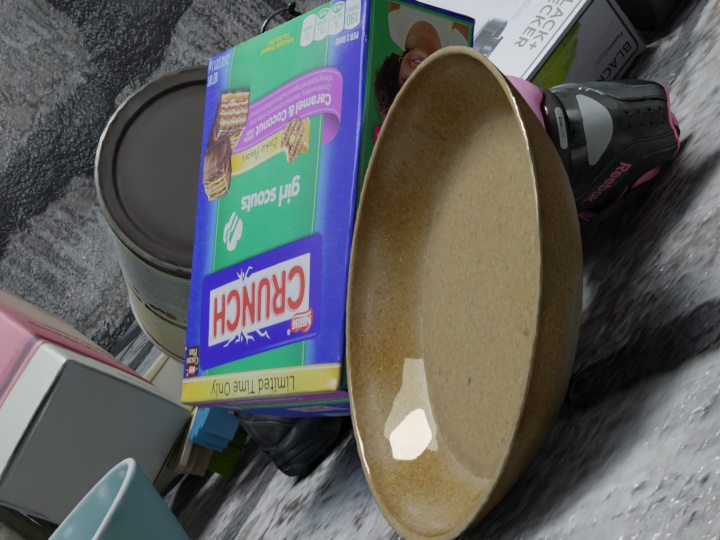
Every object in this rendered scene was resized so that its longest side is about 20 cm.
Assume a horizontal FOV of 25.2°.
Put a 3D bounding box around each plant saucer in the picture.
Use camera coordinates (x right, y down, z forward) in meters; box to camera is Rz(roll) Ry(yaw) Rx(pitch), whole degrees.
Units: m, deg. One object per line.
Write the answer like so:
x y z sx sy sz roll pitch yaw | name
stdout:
0.043 0.011 0.656 0.200 0.035 0.202 -176 90 -71 | plant saucer

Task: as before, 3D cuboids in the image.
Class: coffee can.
-0.099 -0.029 1.110 0.147 0.146 0.200 -55 -11 -19 | coffee can

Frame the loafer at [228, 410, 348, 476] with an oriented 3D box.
-0.008 0.037 0.938 0.200 0.072 0.073 -47 9 24 | loafer

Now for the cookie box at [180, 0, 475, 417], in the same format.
-0.020 -0.027 0.850 0.171 0.075 0.202 -11 73 56 | cookie box

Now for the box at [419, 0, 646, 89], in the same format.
0.063 -0.136 0.985 0.117 0.060 0.200 -51 41 -6 | box

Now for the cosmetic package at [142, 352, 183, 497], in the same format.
-0.130 0.096 1.277 0.200 0.073 0.104 -50 -4 18 | cosmetic package

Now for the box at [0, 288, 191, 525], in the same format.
-0.240 0.093 1.157 0.199 0.128 0.109 27 88 44 | box

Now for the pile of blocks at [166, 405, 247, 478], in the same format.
-0.086 0.107 1.127 0.200 0.062 0.083 133 155 -63 | pile of blocks

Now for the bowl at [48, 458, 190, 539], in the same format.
-0.137 0.206 0.819 0.201 0.105 0.201 -51 9 12 | bowl

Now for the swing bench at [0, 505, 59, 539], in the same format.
-0.267 0.221 1.120 0.130 0.199 0.200 -53 9 -6 | swing bench

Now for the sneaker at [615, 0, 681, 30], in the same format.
0.136 -0.225 0.977 0.108 0.201 0.067 -48 -37 -11 | sneaker

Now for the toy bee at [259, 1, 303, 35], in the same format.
0.039 -0.173 1.203 0.199 0.132 0.109 -21 -1 -12 | toy bee

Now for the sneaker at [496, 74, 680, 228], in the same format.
0.103 -0.049 0.764 0.095 0.080 0.200 -14 -5 -1 | sneaker
